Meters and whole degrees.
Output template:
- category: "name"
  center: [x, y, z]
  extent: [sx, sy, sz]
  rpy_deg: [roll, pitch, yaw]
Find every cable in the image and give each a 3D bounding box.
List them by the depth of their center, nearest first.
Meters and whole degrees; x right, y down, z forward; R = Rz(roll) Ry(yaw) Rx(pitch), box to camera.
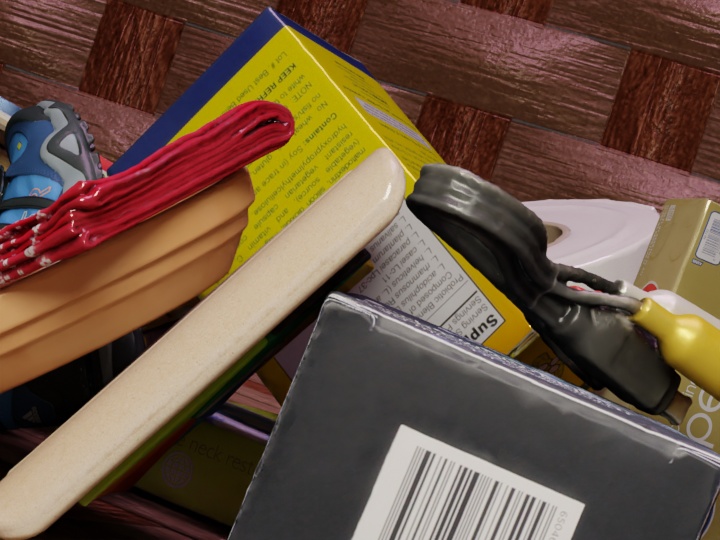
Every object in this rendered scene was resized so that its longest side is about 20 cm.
- category: "cable"
  center: [0.078, 0.000, 0.959]
  extent: [0.200, 0.050, 0.097]
  rpy_deg: [41, -10, -39]

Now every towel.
- category: "towel"
  center: [-0.132, -0.011, 0.943]
  extent: [0.199, 0.023, 0.144]
  rpy_deg: [-20, 6, 34]

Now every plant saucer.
- category: "plant saucer"
  center: [-0.127, 0.016, 0.966]
  extent: [0.199, 0.038, 0.200]
  rpy_deg: [-24, 7, 3]

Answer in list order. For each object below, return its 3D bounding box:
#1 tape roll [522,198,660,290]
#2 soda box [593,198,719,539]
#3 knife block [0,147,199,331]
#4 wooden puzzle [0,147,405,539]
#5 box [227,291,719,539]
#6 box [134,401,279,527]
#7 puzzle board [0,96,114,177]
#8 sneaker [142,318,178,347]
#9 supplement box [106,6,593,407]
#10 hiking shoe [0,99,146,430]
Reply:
- category: "tape roll"
  center: [0.060, 0.020, 1.278]
  extent: [0.201, 0.071, 0.203]
  rpy_deg: [-9, 11, 2]
- category: "soda box"
  center: [0.136, 0.072, 1.126]
  extent: [0.064, 0.201, 0.068]
  rpy_deg: [22, -2, -9]
- category: "knife block"
  center: [-0.188, -0.037, 1.296]
  extent: [0.199, 0.177, 0.064]
  rpy_deg: [-20, -19, 9]
- category: "wooden puzzle"
  center: [-0.052, 0.029, 0.929]
  extent: [0.037, 0.185, 0.200]
  rpy_deg: [48, 0, -2]
- category: "box"
  center: [0.041, 0.084, 0.931]
  extent: [0.148, 0.108, 0.200]
  rpy_deg: [23, 0, 2]
- category: "box"
  center: [-0.041, 0.093, 1.173]
  extent: [0.121, 0.048, 0.200]
  rpy_deg: [18, -1, 30]
- category: "puzzle board"
  center: [-0.141, -0.045, 1.305]
  extent: [0.199, 0.017, 0.151]
  rpy_deg: [31, -8, -11]
- category: "sneaker"
  center: [-0.166, 0.041, 1.346]
  extent: [0.090, 0.075, 0.199]
  rpy_deg: [20, -10, -37]
- category: "supplement box"
  center: [0.000, 0.000, 1.123]
  extent: [0.200, 0.109, 0.109]
  rpy_deg: [52, 12, 24]
- category: "hiking shoe"
  center: [-0.149, -0.007, 1.118]
  extent: [0.086, 0.075, 0.200]
  rpy_deg: [-13, 38, -6]
